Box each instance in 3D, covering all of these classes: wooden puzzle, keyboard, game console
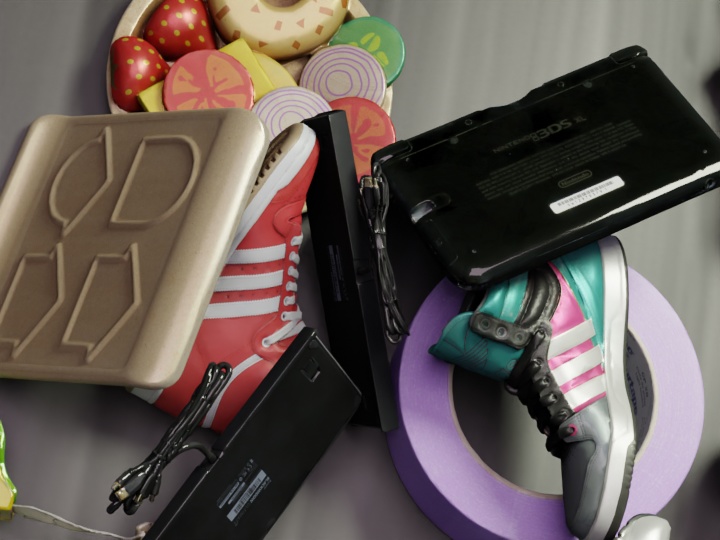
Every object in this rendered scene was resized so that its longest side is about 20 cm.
[{"bbox_3d":[-0.155,-0.011,1.420,0.199,0.046,0.186,3,65,39],"label":"wooden puzzle"},{"bbox_3d":[0.000,0.000,1.415,0.020,0.127,0.202,-11,94,-20],"label":"keyboard"},{"bbox_3d":[0.107,-0.053,1.445,0.199,0.117,0.176,-23,54,-17],"label":"game console"},{"bbox_3d":[-0.084,0.117,1.349,0.021,0.127,0.200,21,67,41],"label":"keyboard"}]

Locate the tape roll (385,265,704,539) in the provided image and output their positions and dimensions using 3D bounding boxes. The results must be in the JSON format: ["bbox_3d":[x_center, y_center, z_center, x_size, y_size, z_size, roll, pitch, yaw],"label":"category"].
[{"bbox_3d":[0.117,0.085,1.465,0.198,0.066,0.202,2,72,-8],"label":"tape roll"}]

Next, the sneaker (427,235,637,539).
[{"bbox_3d":[0.102,0.066,1.389,0.120,0.084,0.202,6,64,-12],"label":"sneaker"}]

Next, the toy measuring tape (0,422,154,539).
[{"bbox_3d":[-0.216,0.117,1.400,0.198,0.074,0.074,13,71,-5],"label":"toy measuring tape"}]

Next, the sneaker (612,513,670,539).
[{"bbox_3d":[0.173,0.244,1.338,0.086,0.075,0.202,1,76,14],"label":"sneaker"}]

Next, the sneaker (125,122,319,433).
[{"bbox_3d":[-0.052,0.015,1.430,0.112,0.071,0.201,30,98,-8],"label":"sneaker"}]

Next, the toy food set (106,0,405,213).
[{"bbox_3d":[-0.068,-0.127,1.509,0.199,0.049,0.199,-31,80,-17],"label":"toy food set"}]
